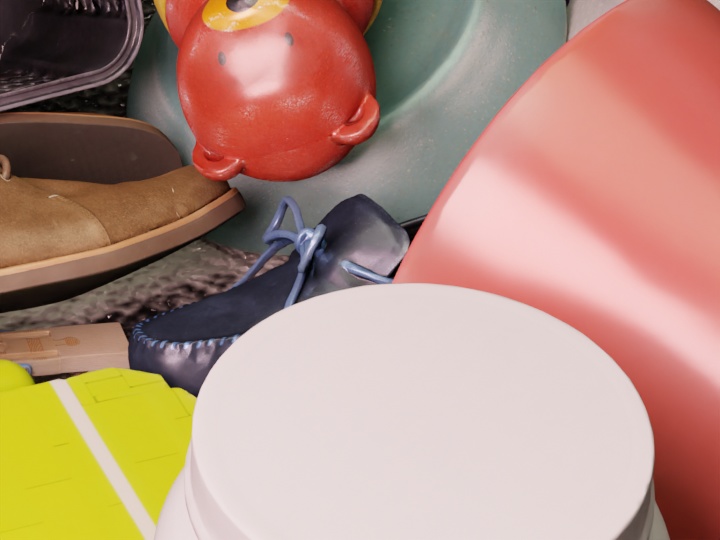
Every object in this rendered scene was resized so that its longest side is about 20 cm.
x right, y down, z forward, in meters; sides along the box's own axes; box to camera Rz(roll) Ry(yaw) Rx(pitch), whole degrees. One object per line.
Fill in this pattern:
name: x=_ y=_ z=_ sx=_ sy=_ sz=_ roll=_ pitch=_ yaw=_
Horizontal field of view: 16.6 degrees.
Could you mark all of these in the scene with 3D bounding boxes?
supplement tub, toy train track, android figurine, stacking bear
supplement tub: x=0.012 y=0.120 z=0.701 sx=0.144 sy=0.201 sz=0.146 roll=2 pitch=38 yaw=-2
toy train track: x=-0.184 y=0.046 z=0.923 sx=0.198 sy=0.033 sz=0.115 roll=-5 pitch=32 yaw=-19
android figurine: x=-0.104 y=0.096 z=0.832 sx=0.199 sy=0.041 sz=0.182 roll=-11 pitch=48 yaw=-35
stacking bear: x=-0.037 y=-0.123 z=0.972 sx=0.120 sy=0.114 sz=0.201 roll=-10 pitch=52 yaw=5

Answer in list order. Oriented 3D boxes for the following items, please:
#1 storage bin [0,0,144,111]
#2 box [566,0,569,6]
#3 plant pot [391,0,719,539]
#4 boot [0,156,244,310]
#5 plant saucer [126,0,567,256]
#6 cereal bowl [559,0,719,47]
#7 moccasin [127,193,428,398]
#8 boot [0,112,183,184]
storage bin: x=-0.198 y=-0.124 z=0.959 sx=0.199 sy=0.136 sz=0.093 roll=-18 pitch=16 yaw=-31
box: x=0.029 y=-0.136 z=1.154 sx=0.136 sy=0.039 sz=0.199 roll=31 pitch=47 yaw=31
plant pot: x=0.127 y=0.034 z=0.844 sx=0.177 sy=0.201 sz=0.200 roll=37 pitch=48 yaw=22
boot: x=-0.132 y=-0.021 z=0.916 sx=0.199 sy=0.073 sz=0.076 roll=-16 pitch=84 yaw=-35
plant saucer: x=-0.013 y=-0.099 z=1.042 sx=0.198 sy=0.036 sz=0.201 roll=-11 pitch=53 yaw=15
cereal bowl: x=0.157 y=-0.112 z=1.022 sx=0.199 sy=0.084 sz=0.201 roll=-30 pitch=26 yaw=16
moccasin: x=0.000 y=0.000 z=0.949 sx=0.199 sy=0.069 sz=0.080 roll=-16 pitch=26 yaw=-29
boot: x=-0.173 y=-0.041 z=1.002 sx=0.198 sy=0.074 sz=0.076 roll=-8 pitch=33 yaw=-8
